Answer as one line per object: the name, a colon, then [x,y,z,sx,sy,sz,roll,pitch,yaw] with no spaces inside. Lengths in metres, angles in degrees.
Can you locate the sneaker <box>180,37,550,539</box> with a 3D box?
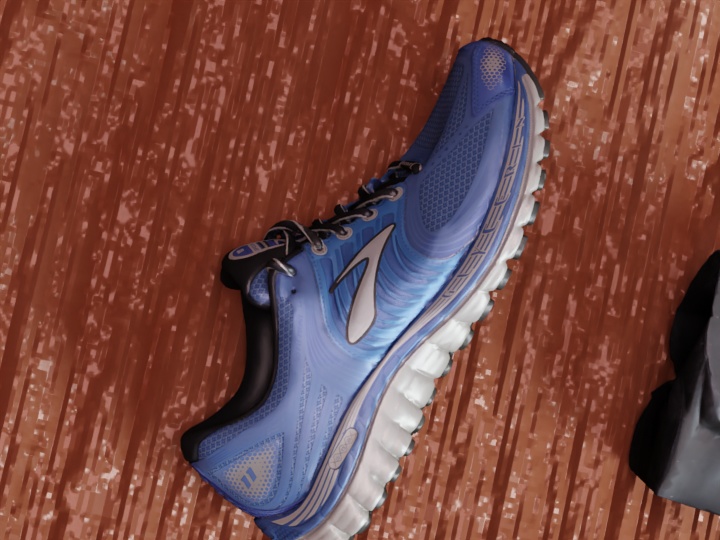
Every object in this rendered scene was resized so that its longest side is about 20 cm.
sneaker: [0.000,0.000,0.996,0.089,0.079,0.201,30,81,-9]

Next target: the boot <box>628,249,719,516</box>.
boot: [0.217,0.034,1.043,0.199,0.066,0.166,18,81,-4]
